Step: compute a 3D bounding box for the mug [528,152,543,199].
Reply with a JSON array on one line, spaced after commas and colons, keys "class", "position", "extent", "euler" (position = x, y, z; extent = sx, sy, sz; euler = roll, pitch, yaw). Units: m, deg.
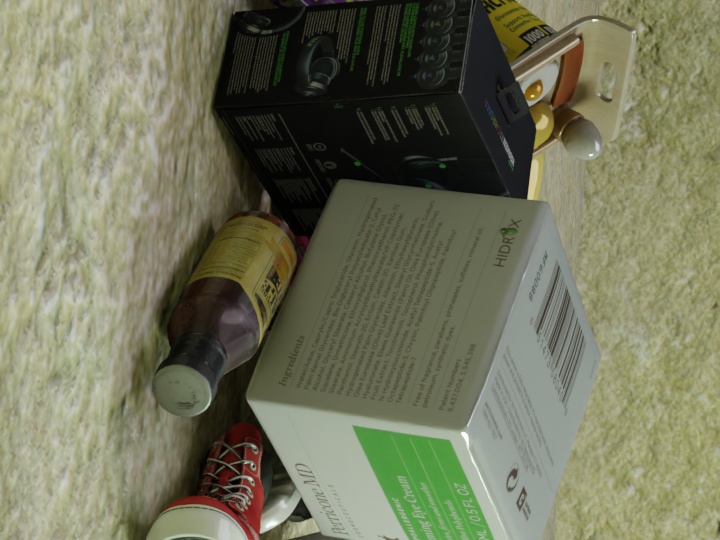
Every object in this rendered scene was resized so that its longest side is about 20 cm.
[{"class": "mug", "position": [0.063, -0.070, 1.976], "extent": [0.187, 0.149, 0.153], "euler": [163, -58, -75]}]

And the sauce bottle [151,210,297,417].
[{"class": "sauce bottle", "position": [-0.093, 0.030, 1.478], "extent": [0.200, 0.066, 0.066], "euler": [-67, 156, -56]}]

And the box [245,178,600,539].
[{"class": "box", "position": [0.051, 0.074, 1.570], "extent": [0.200, 0.171, 0.199], "euler": [-67, 151, -30]}]

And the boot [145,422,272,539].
[{"class": "boot", "position": [-0.097, 0.154, 1.481], "extent": [0.200, 0.072, 0.144], "euler": [86, 11, -65]}]

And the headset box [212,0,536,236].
[{"class": "headset box", "position": [0.021, -0.111, 1.594], "extent": [0.174, 0.200, 0.093], "euler": [58, 36, -52]}]

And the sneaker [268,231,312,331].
[{"class": "sneaker", "position": [0.000, 0.000, 1.717], "extent": [0.200, 0.074, 0.088], "euler": [-22, 141, -29]}]

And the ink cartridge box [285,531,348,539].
[{"class": "ink cartridge box", "position": [0.011, 0.313, 1.707], "extent": [0.145, 0.145, 0.200], "euler": [32, 55, -33]}]

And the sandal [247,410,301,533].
[{"class": "sandal", "position": [-0.049, 0.130, 1.662], "extent": [0.050, 0.082, 0.203], "euler": [63, 40, -31]}]

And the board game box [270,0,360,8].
[{"class": "board game box", "position": [-0.014, -0.227, 1.672], "extent": [0.200, 0.032, 0.120], "euler": [35, 58, -45]}]

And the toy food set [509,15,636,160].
[{"class": "toy food set", "position": [0.140, -0.109, 1.799], "extent": [0.200, 0.060, 0.144], "euler": [-34, 152, -23]}]

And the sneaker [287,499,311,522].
[{"class": "sneaker", "position": [-0.022, 0.103, 1.750], "extent": [0.079, 0.095, 0.200], "euler": [59, 37, -71]}]

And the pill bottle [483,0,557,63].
[{"class": "pill bottle", "position": [0.085, -0.201, 1.896], "extent": [0.112, 0.200, 0.112], "euler": [-43, 159, -20]}]
